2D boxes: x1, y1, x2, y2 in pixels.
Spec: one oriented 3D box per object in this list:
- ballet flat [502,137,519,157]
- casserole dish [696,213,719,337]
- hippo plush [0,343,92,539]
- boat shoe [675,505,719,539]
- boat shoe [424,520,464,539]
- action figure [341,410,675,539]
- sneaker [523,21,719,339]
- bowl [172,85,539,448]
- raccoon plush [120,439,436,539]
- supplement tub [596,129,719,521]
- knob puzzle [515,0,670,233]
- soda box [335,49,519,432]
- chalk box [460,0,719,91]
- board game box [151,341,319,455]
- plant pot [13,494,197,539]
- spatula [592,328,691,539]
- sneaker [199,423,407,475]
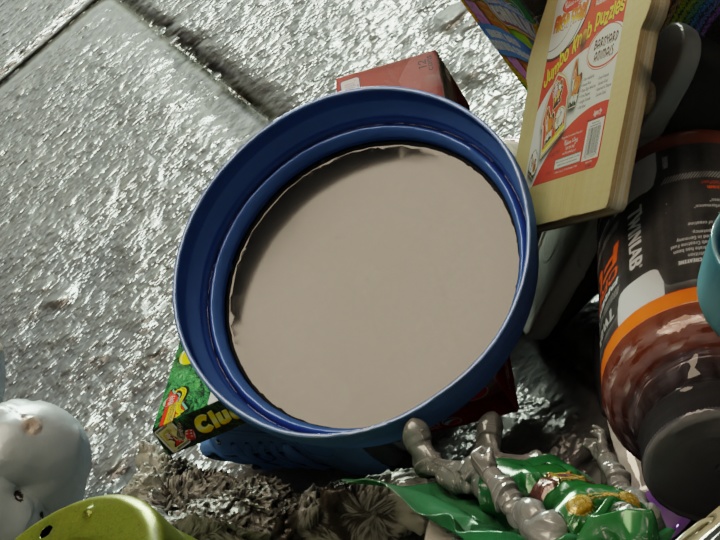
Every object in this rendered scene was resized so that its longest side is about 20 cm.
[{"bbox_3d":[0.054,-0.025,1.321,0.200,0.071,0.069,-50,26,-20],"label":"ballet flat"},{"bbox_3d":[0.220,0.005,1.028,0.200,0.121,0.039,-38,-15,-51],"label":"casserole dish"},{"bbox_3d":[-0.257,0.123,1.375,0.161,0.159,0.200,6,51,53],"label":"hippo plush"},{"bbox_3d":[0.154,0.143,0.975,0.200,0.071,0.063,-43,18,1],"label":"boat shoe"},{"bbox_3d":[0.060,0.157,1.042,0.200,0.068,0.072,90,-172,-90],"label":"boat shoe"},{"bbox_3d":[0.084,0.103,1.038,0.118,0.055,0.200,-6,10,-23],"label":"action figure"},{"bbox_3d":[0.165,-0.030,1.214,0.071,0.099,0.200,-95,30,-58],"label":"sneaker"},{"bbox_3d":[0.000,0.000,1.184,0.200,0.039,0.201,-10,63,19],"label":"bowl"},{"bbox_3d":[-0.048,0.136,1.231,0.199,0.097,0.134,-9,23,5],"label":"raccoon plush"},{"bbox_3d":[0.167,0.027,1.086,0.107,0.107,0.200,-26,31,22],"label":"supplement tub"},{"bbox_3d":[0.129,-0.119,1.166,0.220,0.030,0.220,-168,90,-79],"label":"knob puzzle"},{"bbox_3d":[0.036,-0.016,1.242,0.063,0.070,0.200,-14,61,13],"label":"soda box"},{"bbox_3d":[0.130,-0.181,1.321,0.125,0.200,0.124,-41,29,-6],"label":"chalk box"},{"bbox_3d":[-0.056,0.024,1.300,0.105,0.023,0.200,-27,24,20],"label":"board game box"},{"bbox_3d":[-0.088,0.209,1.030,0.200,0.193,0.201,-28,31,18],"label":"plant pot"},{"bbox_3d":[0.133,0.082,1.133,0.056,0.021,0.200,-28,30,17],"label":"spatula"},{"bbox_3d":[-0.041,0.092,1.280,0.079,0.066,0.200,-52,30,-7],"label":"sneaker"}]
